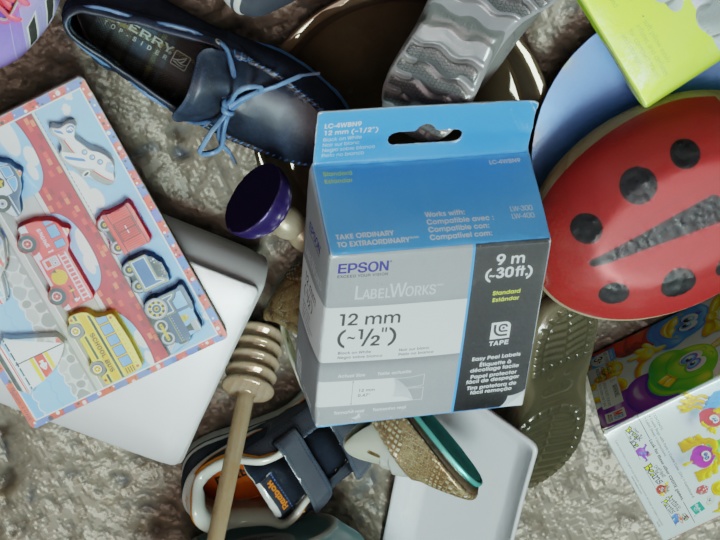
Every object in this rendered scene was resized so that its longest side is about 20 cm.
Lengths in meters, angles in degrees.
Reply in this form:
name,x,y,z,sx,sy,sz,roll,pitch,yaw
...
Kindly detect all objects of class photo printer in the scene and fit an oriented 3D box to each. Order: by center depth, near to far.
name,x,y,z,sx,sy,sz,roll,pitch,yaw
photo printer,-0.183,0.027,1.304,0.198,0.070,0.167,22,113,-13

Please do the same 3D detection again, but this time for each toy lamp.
name,x,y,z,sx,sy,sz,roll,pitch,yaw
toy lamp,0.000,0.000,1.264,0.058,0.058,0.199,-41,127,17

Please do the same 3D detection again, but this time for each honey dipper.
name,x,y,z,sx,sy,sz,roll,pitch,yaw
honey dipper,-0.086,0.131,1.297,0.038,0.202,0.038,8,153,4

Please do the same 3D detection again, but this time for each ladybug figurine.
name,x,y,z,sx,sy,sz,roll,pitch,yaw
ladybug figurine,0.197,-0.036,1.227,0.199,0.072,0.137,-28,105,-1

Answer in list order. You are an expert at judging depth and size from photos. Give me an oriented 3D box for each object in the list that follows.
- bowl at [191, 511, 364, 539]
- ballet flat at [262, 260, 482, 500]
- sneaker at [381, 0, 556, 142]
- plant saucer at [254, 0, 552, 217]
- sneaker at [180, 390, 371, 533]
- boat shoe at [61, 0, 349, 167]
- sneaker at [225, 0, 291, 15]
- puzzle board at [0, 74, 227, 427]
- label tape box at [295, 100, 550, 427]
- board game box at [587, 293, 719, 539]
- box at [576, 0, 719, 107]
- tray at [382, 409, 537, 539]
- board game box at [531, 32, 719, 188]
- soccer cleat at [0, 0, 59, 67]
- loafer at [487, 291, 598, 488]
name,x,y,z,sx,sy,sz,roll,pitch,yaw
bowl,-0.062,0.237,1.361,0.198,0.201,0.106,-9,97,2
ballet flat,0.003,0.086,1.305,0.065,0.070,0.201,-38,76,6
sneaker,0.079,-0.175,1.171,0.074,0.082,0.200,37,120,-4
plant saucer,0.027,-0.096,1.274,0.198,0.030,0.202,-1,117,-1
sneaker,-0.035,0.128,1.356,0.199,0.080,0.079,-29,113,10
boat shoe,-0.103,-0.114,1.217,0.198,0.069,0.085,23,115,2
sneaker,0.004,-0.211,1.170,0.200,0.078,0.080,-41,82,16
puzzle board,-0.196,-0.007,1.241,0.150,0.017,0.201,-25,111,7
label tape box,0.039,-0.003,1.195,0.142,0.066,0.202,-4,129,-14
board game box,0.269,0.081,1.328,0.199,0.103,0.105,-26,115,11
box,0.228,-0.207,1.198,0.199,0.048,0.122,-33,106,7
tray,0.072,0.160,1.358,0.107,0.022,0.201,36,137,27
board game box,0.209,-0.086,1.281,0.197,0.039,0.160,2,109,-6
soccer cleat,-0.195,-0.203,1.186,0.066,0.077,0.200,33,111,-17
loafer,0.117,0.077,1.343,0.075,0.068,0.201,-10,135,-26
